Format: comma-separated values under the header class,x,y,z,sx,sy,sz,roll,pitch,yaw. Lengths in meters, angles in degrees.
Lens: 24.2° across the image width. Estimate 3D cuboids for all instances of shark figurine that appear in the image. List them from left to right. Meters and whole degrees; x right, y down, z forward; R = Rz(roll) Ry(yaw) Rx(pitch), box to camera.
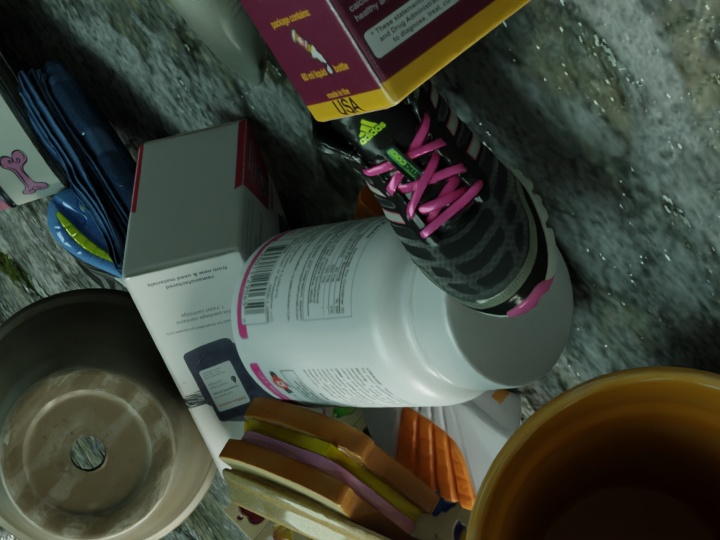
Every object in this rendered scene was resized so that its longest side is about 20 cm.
class,x,y,z,sx,sy,sz,roll,pitch,yaw
shark figurine,-0.143,-0.201,1.005,0.214,0.089,0.128,43,155,13

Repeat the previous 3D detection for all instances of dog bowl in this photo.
class,x,y,z,sx,sy,sz,roll,pitch,yaw
dog bowl,-0.314,-0.135,1.361,0.200,0.074,0.200,59,176,6

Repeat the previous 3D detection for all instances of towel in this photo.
class,x,y,z,sx,sy,sz,roll,pitch,yaw
towel,-0.190,-0.063,1.279,0.200,0.048,0.112,54,-179,24

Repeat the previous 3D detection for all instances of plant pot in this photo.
class,x,y,z,sx,sy,sz,roll,pitch,yaw
plant pot,-0.187,0.116,1.173,0.200,0.200,0.174,54,174,-7
plant pot,0.153,0.166,0.899,0.200,0.200,0.183,46,172,11

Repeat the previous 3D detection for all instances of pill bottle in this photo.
class,x,y,z,sx,sy,sz,roll,pitch,yaw
pill bottle,0.022,0.023,0.983,0.200,0.113,0.113,-6,121,53

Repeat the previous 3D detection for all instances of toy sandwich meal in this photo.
class,x,y,z,sx,sy,sz,roll,pitch,yaw
toy sandwich meal,-0.002,0.146,1.082,0.205,0.070,0.205,23,172,4

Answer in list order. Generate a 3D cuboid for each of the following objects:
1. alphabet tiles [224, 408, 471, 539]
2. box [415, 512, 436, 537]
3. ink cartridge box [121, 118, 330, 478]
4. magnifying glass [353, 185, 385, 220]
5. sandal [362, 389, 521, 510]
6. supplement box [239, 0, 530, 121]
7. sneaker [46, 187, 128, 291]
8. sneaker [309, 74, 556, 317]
class,x,y,z,sx,sy,sz,roll,pitch,yaw
alphabet tiles,0.021,0.175,1.177,0.200,0.167,0.008,43,-175,24
box,0.045,0.197,1.279,0.064,0.070,0.200,53,157,-4
ink cartridge box,-0.086,0.022,1.154,0.145,0.084,0.200,-91,-15,-49
magnifying glass,0.000,0.000,1.127,0.080,0.022,0.200,45,156,15
sandal,0.091,0.119,1.078,0.206,0.059,0.079,34,127,20
supplement box,-0.016,-0.182,0.760,0.200,0.110,0.086,57,158,-14
sneaker,-0.176,0.001,1.385,0.200,0.071,0.083,42,176,-16
sneaker,0.023,-0.060,0.850,0.087,0.074,0.200,15,-140,-60
